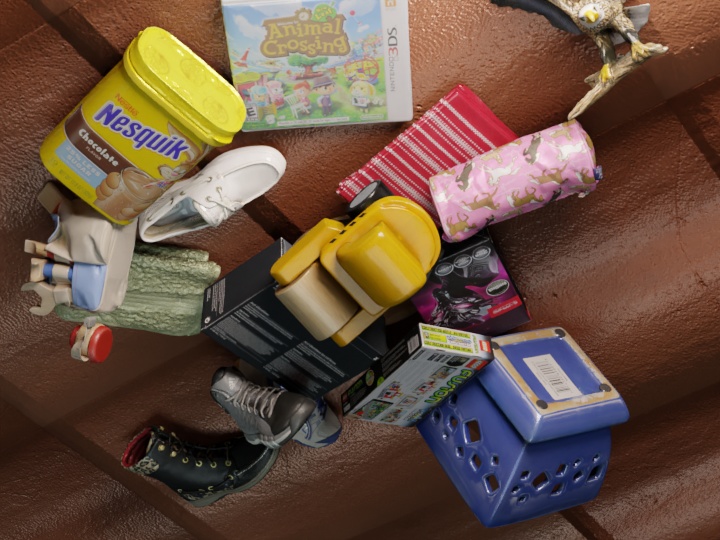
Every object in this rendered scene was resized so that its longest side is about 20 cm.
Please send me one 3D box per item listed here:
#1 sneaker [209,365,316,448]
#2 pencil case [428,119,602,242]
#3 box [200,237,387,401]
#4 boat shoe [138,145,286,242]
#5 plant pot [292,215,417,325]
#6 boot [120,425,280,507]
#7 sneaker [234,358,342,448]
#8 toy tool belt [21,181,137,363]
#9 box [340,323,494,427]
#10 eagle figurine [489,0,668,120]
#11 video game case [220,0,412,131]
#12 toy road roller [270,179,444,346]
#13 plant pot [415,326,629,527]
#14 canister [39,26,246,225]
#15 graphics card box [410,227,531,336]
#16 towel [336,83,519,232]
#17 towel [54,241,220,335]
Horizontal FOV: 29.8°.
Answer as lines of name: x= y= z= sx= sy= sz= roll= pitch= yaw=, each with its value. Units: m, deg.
sneaker: x=-0.140 y=0.169 z=1.742 sx=0.115 sy=0.075 sz=0.200 roll=44 pitch=155 yaw=-10
pencil case: x=0.177 y=-0.102 z=1.564 sx=0.200 sy=0.087 sz=0.083 roll=-20 pitch=161 yaw=9
box: x=-0.082 y=0.068 z=1.720 sx=0.141 sy=0.079 sz=0.200 roll=-30 pitch=129 yaw=29
boat shoe: x=-0.177 y=-0.082 z=1.612 sx=0.200 sy=0.069 sz=0.071 roll=-24 pitch=129 yaw=20
plant pot: x=0.000 y=-0.002 z=1.727 sx=0.200 sy=0.028 sz=0.200 roll=0 pitch=134 yaw=0
boot: x=-0.229 y=0.265 z=1.945 sx=0.204 sy=0.074 sz=0.154 roll=-33 pitch=132 yaw=31
sneaker: x=-0.081 y=0.175 z=1.865 sx=0.088 sy=0.075 sz=0.200 roll=-31 pitch=128 yaw=25
toy tool belt: x=-0.347 y=0.002 z=1.627 sx=0.123 sy=0.125 sz=0.200 roll=14 pitch=97 yaw=17
box: x=0.070 y=0.138 z=1.728 sx=0.110 sy=0.035 sz=0.200 roll=12 pitch=143 yaw=-29
eagle figurine: x=0.228 y=-0.285 z=1.409 sx=0.152 sy=0.151 sz=0.200 roll=-41 pitch=96 yaw=-15
video game case: x=-0.045 y=-0.235 z=1.500 sx=0.200 sy=0.022 sz=0.182 roll=-3 pitch=134 yaw=2
toy road roller: x=0.000 y=0.000 z=1.546 sx=0.200 sy=0.146 sz=0.123 roll=-41 pitch=104 yaw=8
plant pot: x=0.219 y=0.192 z=1.775 sx=0.200 sy=0.200 sz=0.180 roll=-6 pitch=134 yaw=-33
canister: x=-0.248 y=-0.156 z=1.519 sx=0.149 sy=0.087 sz=0.200 roll=39 pitch=124 yaw=-20
graphics card box: x=0.129 y=0.021 z=1.706 sx=0.125 sy=0.051 sz=0.200 roll=-23 pitch=140 yaw=8
towel: x=0.089 y=-0.119 z=1.602 sx=0.200 sy=0.022 sz=0.145 roll=-39 pitch=124 yaw=22
towel: x=-0.288 y=0.022 z=1.736 sx=0.200 sy=0.037 sz=0.148 roll=10 pitch=132 yaw=-11
